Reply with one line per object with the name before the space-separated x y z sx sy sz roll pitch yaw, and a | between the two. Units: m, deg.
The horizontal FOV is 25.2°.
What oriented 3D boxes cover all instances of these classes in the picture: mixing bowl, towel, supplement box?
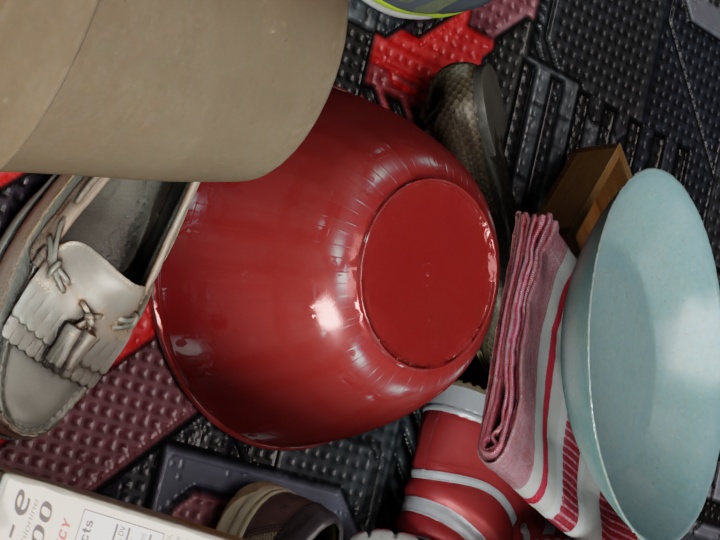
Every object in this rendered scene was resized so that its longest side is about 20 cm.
mixing bowl | 0.000 0.000 0.835 0.199 0.108 0.203 -3 95 -40
towel | 0.126 0.076 0.889 0.200 0.023 0.145 43 52 -47
supplement box | -0.087 0.148 0.717 0.198 0.126 0.074 21 80 -19

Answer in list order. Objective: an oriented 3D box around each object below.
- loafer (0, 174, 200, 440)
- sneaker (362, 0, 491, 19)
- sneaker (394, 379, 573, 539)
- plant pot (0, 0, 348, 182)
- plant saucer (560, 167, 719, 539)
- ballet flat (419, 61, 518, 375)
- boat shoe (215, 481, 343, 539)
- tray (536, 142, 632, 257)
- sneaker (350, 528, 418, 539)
loafer | -0.121 -0.014 0.756 0.072 0.063 0.202 36 69 -37
sneaker | 0.016 -0.183 0.854 0.199 0.081 0.075 10 87 -41
sneaker | 0.099 0.154 0.956 0.199 0.071 0.113 32 68 -30
plant pot | -0.105 -0.112 0.665 0.173 0.199 0.202 17 81 -36
plant saucer | 0.148 0.047 0.873 0.200 0.038 0.203 7 81 -59
ballet flat | 0.069 -0.023 0.941 0.067 0.046 0.202 -57 139 -62
boat shoe | -0.057 0.211 0.825 0.072 0.064 0.202 24 78 -41
tray | 0.164 0.033 1.009 0.099 0.037 0.201 -54 129 -45
sneaker | 0.073 0.199 0.848 0.088 0.198 0.082 -66 155 -59
